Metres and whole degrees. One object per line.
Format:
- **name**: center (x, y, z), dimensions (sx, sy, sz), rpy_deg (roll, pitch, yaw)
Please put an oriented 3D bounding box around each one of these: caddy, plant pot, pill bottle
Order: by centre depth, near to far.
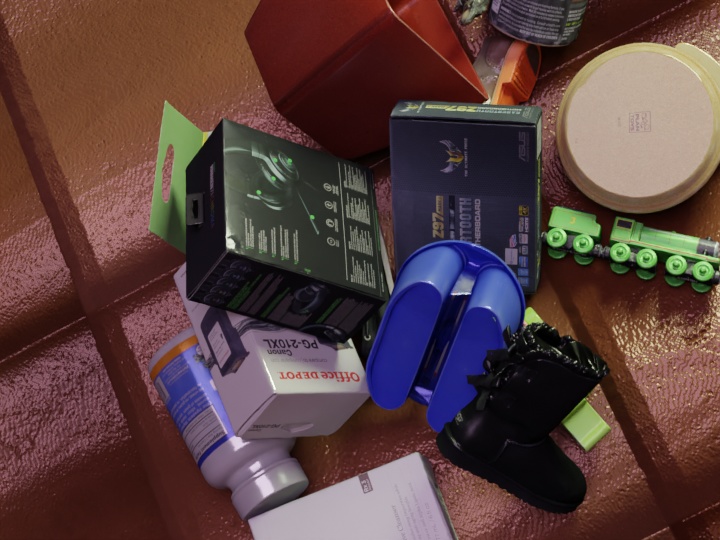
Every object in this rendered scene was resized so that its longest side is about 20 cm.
- **caddy**: center (0.088, 0.067, 1.632), dimensions (0.140, 0.105, 0.202), rpy_deg (23, 120, 5)
- **pill bottle**: center (-0.137, 0.162, 1.695), dimensions (0.111, 0.112, 0.201), rpy_deg (-33, 72, 2)
- **pill bottle**: center (0.210, -0.353, 1.706), dimensions (0.105, 0.106, 0.202), rpy_deg (24, 119, 17)
- **plant pot**: center (-0.009, -0.242, 1.719), dimensions (0.176, 0.199, 0.201), rpy_deg (-36, 51, 18)

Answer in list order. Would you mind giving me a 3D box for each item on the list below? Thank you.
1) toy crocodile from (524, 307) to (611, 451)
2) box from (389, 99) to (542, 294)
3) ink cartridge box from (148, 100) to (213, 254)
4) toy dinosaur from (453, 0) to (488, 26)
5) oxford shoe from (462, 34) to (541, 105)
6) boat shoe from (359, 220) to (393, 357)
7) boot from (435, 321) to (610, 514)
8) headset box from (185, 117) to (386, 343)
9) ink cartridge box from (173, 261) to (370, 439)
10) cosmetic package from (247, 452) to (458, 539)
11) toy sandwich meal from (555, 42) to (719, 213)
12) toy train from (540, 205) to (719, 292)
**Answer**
- **toy crocodile**: center (0.187, 0.103, 1.666), dimensions (0.067, 0.062, 0.201), rpy_deg (-37, 72, 1)
- **box**: center (0.113, -0.077, 1.674), dimensions (0.155, 0.051, 0.202), rpy_deg (5, 118, 14)
- **ink cartridge box**: center (-0.163, -0.083, 1.718), dimensions (0.047, 0.200, 0.148), rpy_deg (1, 75, 16)
- **toy dinosaur**: center (0.120, -0.345, 1.783), dimensions (0.047, 0.088, 0.202), rpy_deg (6, 63, -16)
- **oxford shoe**: center (0.131, -0.170, 1.754), dimensions (0.072, 0.071, 0.202), rpy_deg (18, 73, 33)
- **boat shoe**: center (0.000, 0.001, 1.727), dimensions (0.065, 0.075, 0.202), rpy_deg (-15, 82, -4)
- **boot**: center (0.187, 0.146, 1.575), dimensions (0.163, 0.197, 0.074), rpy_deg (-53, 27, 22)
- **headset box**: center (-0.085, -0.041, 1.617), dimensions (0.093, 0.198, 0.176), rpy_deg (-46, 39, 42)
- **ink cartridge box**: center (-0.091, 0.068, 1.664), dimensions (0.084, 0.144, 0.202), rpy_deg (-45, 57, 35)
- **cosmetic package**: center (-0.005, 0.279, 1.653), dimensions (0.198, 0.081, 0.114), rpy_deg (-24, 74, 5)
- **toy sandwich meal**: center (0.308, -0.155, 1.706), dimensions (0.202, 0.070, 0.208), rpy_deg (-3, 79, 15)
- **toy train**: center (0.291, -0.025, 1.689), dimensions (0.197, 0.042, 0.057), rpy_deg (13, 68, 15)
